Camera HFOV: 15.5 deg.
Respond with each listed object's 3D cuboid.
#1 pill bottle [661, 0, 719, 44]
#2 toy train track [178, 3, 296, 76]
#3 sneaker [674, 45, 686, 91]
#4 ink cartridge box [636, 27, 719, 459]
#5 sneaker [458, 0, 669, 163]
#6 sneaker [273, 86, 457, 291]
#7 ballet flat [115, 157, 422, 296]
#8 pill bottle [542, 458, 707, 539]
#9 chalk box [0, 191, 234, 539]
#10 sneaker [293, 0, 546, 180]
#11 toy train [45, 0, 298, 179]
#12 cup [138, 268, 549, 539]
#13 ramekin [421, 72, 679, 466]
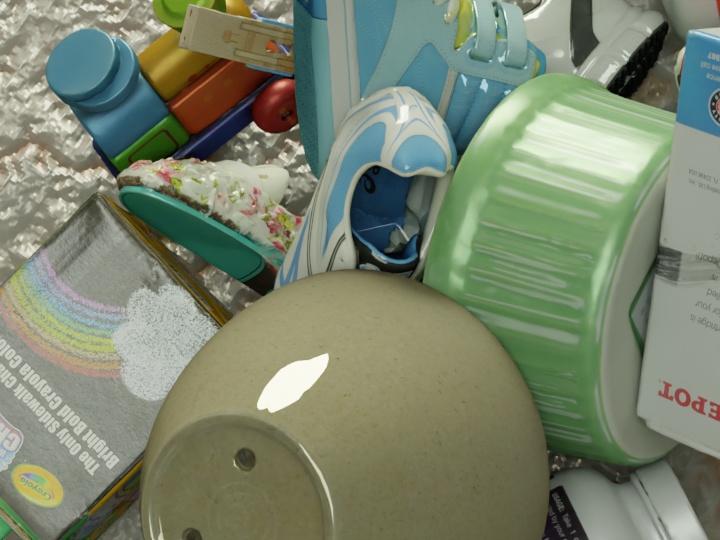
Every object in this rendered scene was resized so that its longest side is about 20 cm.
[{"bbox_3d":[0.253,-0.198,1.425,0.200,0.112,0.113,-17,84,3],"label":"pill bottle"},{"bbox_3d":[-0.017,-0.115,1.430,0.200,0.033,0.115,9,98,-38],"label":"toy train track"},{"bbox_3d":[0.254,-0.070,1.352,0.200,0.085,0.077,19,89,9],"label":"sneaker"},{"bbox_3d":[0.221,-0.005,1.264,0.145,0.084,0.201,23,114,44],"label":"ink cartridge box"},{"bbox_3d":[0.080,-0.081,1.450,0.080,0.074,0.200,38,75,13],"label":"sneaker"},{"bbox_3d":[0.000,0.000,1.360,0.072,0.073,0.200,6,128,-14],"label":"sneaker"},{"bbox_3d":[-0.042,-0.017,1.439,0.200,0.076,0.064,33,67,-21],"label":"ballet flat"},{"bbox_3d":[0.088,0.178,1.398,0.200,0.112,0.113,-26,83,2],"label":"pill bottle"},{"bbox_3d":[-0.163,0.074,1.432,0.200,0.124,0.124,-44,84,1],"label":"chalk box"},{"bbox_3d":[0.033,-0.147,1.366,0.130,0.080,0.200,-4,117,-11],"label":"sneaker"},{"bbox_3d":[-0.072,-0.131,1.434,0.200,0.116,0.085,-38,59,1],"label":"toy train"},{"bbox_3d":[-0.027,0.107,1.265,0.200,0.143,0.201,3,98,24],"label":"cup"},{"bbox_3d":[0.125,0.004,1.364,0.098,0.200,0.200,16,86,32],"label":"ramekin"}]
